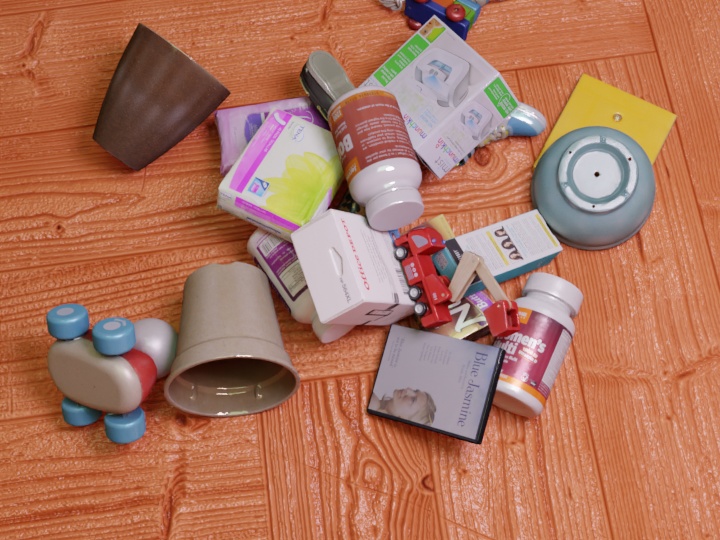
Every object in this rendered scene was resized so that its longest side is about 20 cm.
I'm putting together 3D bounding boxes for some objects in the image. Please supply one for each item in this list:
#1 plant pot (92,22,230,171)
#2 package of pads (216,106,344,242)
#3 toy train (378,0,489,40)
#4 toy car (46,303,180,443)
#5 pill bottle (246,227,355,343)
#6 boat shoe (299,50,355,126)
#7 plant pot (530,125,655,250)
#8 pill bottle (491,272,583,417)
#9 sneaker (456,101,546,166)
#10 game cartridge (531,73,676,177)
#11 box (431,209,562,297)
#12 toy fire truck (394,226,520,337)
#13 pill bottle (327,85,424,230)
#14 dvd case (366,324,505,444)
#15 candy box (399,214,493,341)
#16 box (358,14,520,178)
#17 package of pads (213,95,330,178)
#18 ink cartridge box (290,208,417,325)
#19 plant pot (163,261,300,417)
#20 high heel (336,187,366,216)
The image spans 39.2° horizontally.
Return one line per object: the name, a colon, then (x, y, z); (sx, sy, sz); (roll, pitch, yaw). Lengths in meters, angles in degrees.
plant pot: (-0.349, -0.272, 1.678); (0.187, 0.187, 0.200); (36, 90, 14)
package of pads: (-0.110, -0.148, 1.567); (0.154, 0.068, 0.200); (25, 56, 4)
toy train: (0.122, -0.488, 1.782); (0.200, 0.085, 0.116); (32, 64, 13)
toy car: (-0.355, 0.127, 1.552); (0.176, 0.185, 0.200); (13, 28, 28)
pill bottle: (-0.082, 0.011, 1.585); (0.112, 0.112, 0.200); (-33, 72, -10)
boat shoe: (-0.029, -0.260, 1.642); (0.072, 0.061, 0.202); (-27, 81, -36)
plant pot: (0.367, -0.139, 1.585); (0.199, 0.134, 0.201); (-1, 83, 10)
pill bottle: (0.259, 0.111, 1.534); (0.109, 0.110, 0.201); (23, 73, 10)
sneaker: (0.200, -0.219, 1.678); (0.199, 0.080, 0.131); (12, 68, 17)
game cartridge: (0.408, -0.211, 1.692); (0.176, 0.032, 0.201); (27, 76, 12)
box: (0.214, -0.026, 1.579); (0.199, 0.049, 0.083); (-19, 68, -30)
toy fire truck: (0.140, 0.017, 1.481); (0.141, 0.049, 0.201); (-26, 73, 30)
pill bottle: (0.027, -0.166, 1.513); (0.112, 0.112, 0.201); (-16, 66, -3)
dvd case: (0.110, 0.167, 1.510); (0.199, 0.018, 0.143); (10, 80, 35)
candy box: (0.125, 0.025, 1.601); (0.116, 0.057, 0.201); (-25, 69, -7)
box: (0.124, -0.278, 1.621); (0.176, 0.097, 0.200); (-41, 49, 7)
package of pads: (-0.141, -0.219, 1.692); (0.199, 0.076, 0.121); (-9, 72, -1)
ink cartridge box: (0.000, 0.000, 1.501); (0.084, 0.200, 0.147); (-28, 72, 26)
plant pot: (-0.199, 0.097, 1.531); (0.199, 0.201, 0.184); (-8, 58, -1)
high heel: (-0.020, -0.171, 1.667); (0.142, 0.071, 0.201); (-25, 79, -14)
